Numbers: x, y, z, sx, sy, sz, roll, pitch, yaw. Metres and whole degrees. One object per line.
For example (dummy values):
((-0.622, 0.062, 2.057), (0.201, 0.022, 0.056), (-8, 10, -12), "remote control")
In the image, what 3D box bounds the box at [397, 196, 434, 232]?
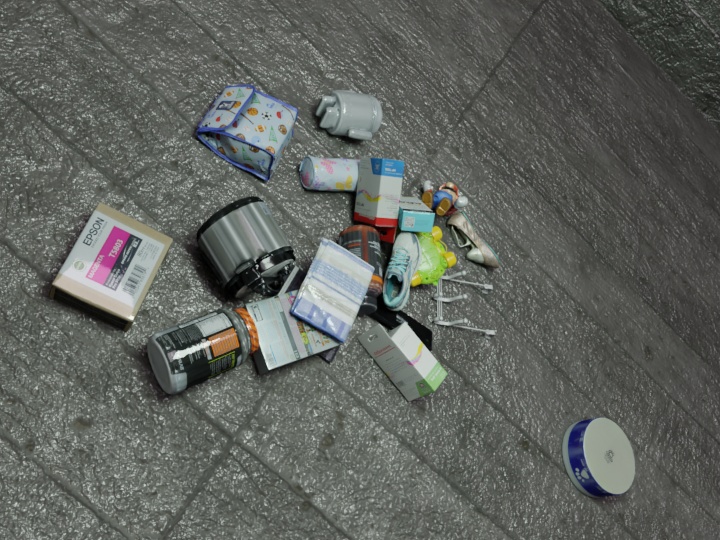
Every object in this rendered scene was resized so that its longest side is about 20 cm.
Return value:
((0.126, -0.148, 1.568), (0.081, 0.200, 0.050), (4, 107, -9), "box")

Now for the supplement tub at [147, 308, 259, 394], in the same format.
((-0.310, 0.153, 1.220), (0.198, 0.122, 0.124), (-20, 80, -36), "supplement tub")

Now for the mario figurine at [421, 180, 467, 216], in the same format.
((0.229, -0.210, 1.685), (0.124, 0.105, 0.200), (55, 22, 1), "mario figurine")

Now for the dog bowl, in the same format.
((0.649, 0.508, 1.665), (0.197, 0.079, 0.204), (13, 63, -26), "dog bowl")

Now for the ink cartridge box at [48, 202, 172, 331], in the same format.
((-0.490, -0.008, 1.214), (0.163, 0.075, 0.203), (28, 58, -19), "ink cartridge box")

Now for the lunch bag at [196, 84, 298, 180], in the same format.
((-0.272, -0.345, 1.472), (0.197, 0.124, 0.172), (25, 57, -3), "lunch bag")

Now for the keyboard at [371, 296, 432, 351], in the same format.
((0.093, 0.143, 1.531), (0.198, 0.040, 0.105), (33, 33, -13), "keyboard")

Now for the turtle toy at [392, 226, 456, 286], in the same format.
((0.149, -0.049, 1.598), (0.144, 0.101, 0.202), (-25, 80, -12), "turtle toy")

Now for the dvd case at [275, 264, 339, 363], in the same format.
((-0.116, 0.100, 1.426), (0.199, 0.016, 0.150), (37, 56, -13), "dvd case")

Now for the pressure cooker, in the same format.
((-0.236, -0.034, 1.314), (0.175, 0.178, 0.202), (-30, 85, -39), "pressure cooker")

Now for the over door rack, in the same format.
((0.286, 0.085, 1.644), (0.197, 0.066, 0.150), (16, 62, -24), "over door rack")

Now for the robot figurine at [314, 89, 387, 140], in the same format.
((-0.022, -0.421, 1.655), (0.197, 0.113, 0.172), (-4, 64, -32), "robot figurine")

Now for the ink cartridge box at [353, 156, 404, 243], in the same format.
((0.043, -0.177, 1.534), (0.066, 0.116, 0.204), (1, 100, -30), "ink cartridge box")

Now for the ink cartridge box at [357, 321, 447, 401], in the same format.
((0.097, 0.201, 1.446), (0.201, 0.117, 0.067), (50, 53, -2), "ink cartridge box")

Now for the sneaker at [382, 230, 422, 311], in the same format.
((0.099, -0.002, 1.489), (0.076, 0.086, 0.204), (9, 87, 16), "sneaker")

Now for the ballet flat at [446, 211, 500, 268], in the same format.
((0.314, -0.073, 1.742), (0.067, 0.068, 0.201), (-36, 84, -17), "ballet flat")

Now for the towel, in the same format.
((-0.060, 0.042, 1.369), (0.145, 0.024, 0.203), (30, 64, -14), "towel")

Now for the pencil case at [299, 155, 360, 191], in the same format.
((-0.057, -0.251, 1.578), (0.197, 0.084, 0.092), (-4, 51, -33), "pencil case")

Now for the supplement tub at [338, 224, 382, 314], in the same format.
((0.000, 0.000, 1.483), (0.105, 0.107, 0.204), (10, 62, -26), "supplement tub")

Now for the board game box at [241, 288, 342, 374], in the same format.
((-0.149, 0.125, 1.348), (0.197, 0.064, 0.150), (-15, 78, -32), "board game box")
